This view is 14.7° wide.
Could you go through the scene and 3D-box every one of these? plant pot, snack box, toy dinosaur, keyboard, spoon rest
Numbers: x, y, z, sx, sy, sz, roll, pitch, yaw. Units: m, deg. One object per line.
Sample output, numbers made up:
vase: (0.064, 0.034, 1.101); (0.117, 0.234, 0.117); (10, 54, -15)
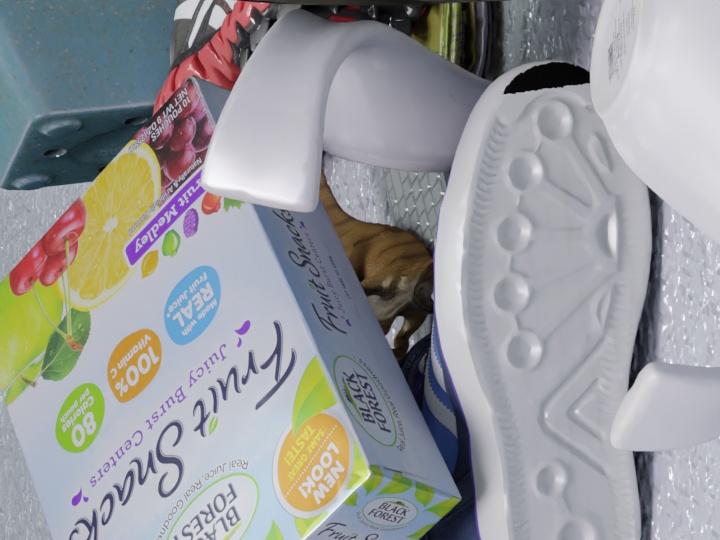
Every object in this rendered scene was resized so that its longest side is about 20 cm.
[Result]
plant pot: (-0.140, -0.155, 1.455); (0.196, 0.196, 0.201); (131, 129, -65)
snack box: (-0.059, 0.047, 1.024); (0.142, 0.053, 0.200); (-46, 48, 24)
toy dinosaur: (0.000, 0.000, 1.205); (0.106, 0.060, 0.200); (-61, 31, 5)
keyboard: (0.027, -0.028, 1.198); (0.056, 0.011, 0.200); (112, 151, -53)
spoon rest: (0.001, -0.064, 1.006); (0.200, 0.099, 0.061); (-28, -51, -70)
spoon rest: (0.108, -0.032, 0.877); (0.099, 0.060, 0.200); (114, 163, -52)

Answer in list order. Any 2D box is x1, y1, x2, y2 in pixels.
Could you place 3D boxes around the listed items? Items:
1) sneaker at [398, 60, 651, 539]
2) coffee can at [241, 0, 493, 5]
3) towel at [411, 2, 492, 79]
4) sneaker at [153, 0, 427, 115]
sneaker: (0.044, 0.020, 1.023); (0.146, 0.080, 0.201); (-161, 65, -68)
coffee can: (0.015, -0.199, 0.993); (0.146, 0.146, 0.201); (-178, 86, -73)
towel: (0.014, -0.143, 1.196); (0.200, 0.023, 0.144); (-165, 75, -70)
sneaker: (-0.030, -0.117, 1.182); (0.200, 0.071, 0.098); (144, 133, -58)
